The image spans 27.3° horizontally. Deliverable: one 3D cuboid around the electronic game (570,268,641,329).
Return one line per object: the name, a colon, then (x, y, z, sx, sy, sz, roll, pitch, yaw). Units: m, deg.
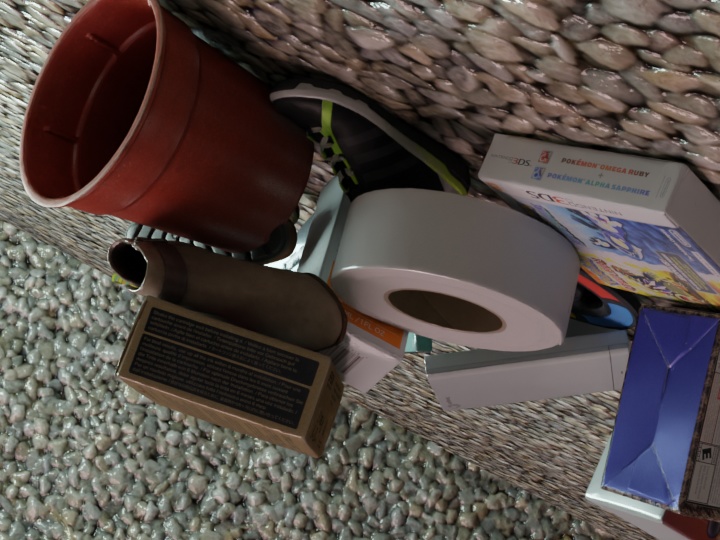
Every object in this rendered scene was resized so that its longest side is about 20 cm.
electronic game: (0.178, 0.006, 1.422, 0.199, 0.042, 0.200, 26, 169, 5)

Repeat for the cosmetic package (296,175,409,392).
cosmetic package: (0.000, 0.000, 1.372, 0.101, 0.201, 0.071, 28, 137, -16)

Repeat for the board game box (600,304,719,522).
board game box: (0.320, 0.129, 1.241, 0.199, 0.161, 0.097, 16, 176, -32)

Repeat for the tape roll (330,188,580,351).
tape roll: (0.079, 0.003, 1.229, 0.201, 0.071, 0.203, 14, 163, 4)

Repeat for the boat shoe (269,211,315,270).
boat shoe: (-0.026, -0.016, 1.617, 0.091, 0.071, 0.200, 11, 147, -41)

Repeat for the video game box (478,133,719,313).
video game box: (0.215, -0.032, 1.153, 0.182, 0.047, 0.200, 19, 167, 47)

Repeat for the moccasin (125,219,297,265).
moccasin: (-0.138, -0.024, 1.438, 0.200, 0.074, 0.077, -11, 165, 37)

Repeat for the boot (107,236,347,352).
boot: (-0.121, 0.018, 1.250, 0.146, 0.071, 0.199, 15, 180, -37)

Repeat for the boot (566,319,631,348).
boot: (0.194, 0.070, 1.597, 0.199, 0.074, 0.096, 18, 180, -8)

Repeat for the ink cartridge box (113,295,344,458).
ink cartridge box: (-0.104, 0.095, 1.259, 0.164, 0.076, 0.200, 19, 170, 5)

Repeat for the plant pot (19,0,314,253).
plant pot: (-0.158, -0.115, 1.284, 0.195, 0.202, 0.200, 25, 172, -39)

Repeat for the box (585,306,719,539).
box: (0.327, 0.159, 1.369, 0.152, 0.201, 0.106, 31, 168, -30)

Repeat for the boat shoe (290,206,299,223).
boat shoe: (-0.161, -0.078, 1.614, 0.199, 0.074, 0.076, 27, 168, -19)

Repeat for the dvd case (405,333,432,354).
dvd case: (0.033, 0.016, 1.560, 0.022, 0.147, 0.200, -1, 178, -15)

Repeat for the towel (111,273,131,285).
towel: (-0.166, 0.025, 1.417, 0.086, 0.018, 0.200, -1, -170, -28)

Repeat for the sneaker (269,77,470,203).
sneaker: (0.005, -0.091, 1.258, 0.199, 0.083, 0.072, 29, 169, -12)

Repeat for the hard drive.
hard drive: (0.172, 0.103, 1.498, 0.198, 0.027, 0.132, -8, 158, 9)
